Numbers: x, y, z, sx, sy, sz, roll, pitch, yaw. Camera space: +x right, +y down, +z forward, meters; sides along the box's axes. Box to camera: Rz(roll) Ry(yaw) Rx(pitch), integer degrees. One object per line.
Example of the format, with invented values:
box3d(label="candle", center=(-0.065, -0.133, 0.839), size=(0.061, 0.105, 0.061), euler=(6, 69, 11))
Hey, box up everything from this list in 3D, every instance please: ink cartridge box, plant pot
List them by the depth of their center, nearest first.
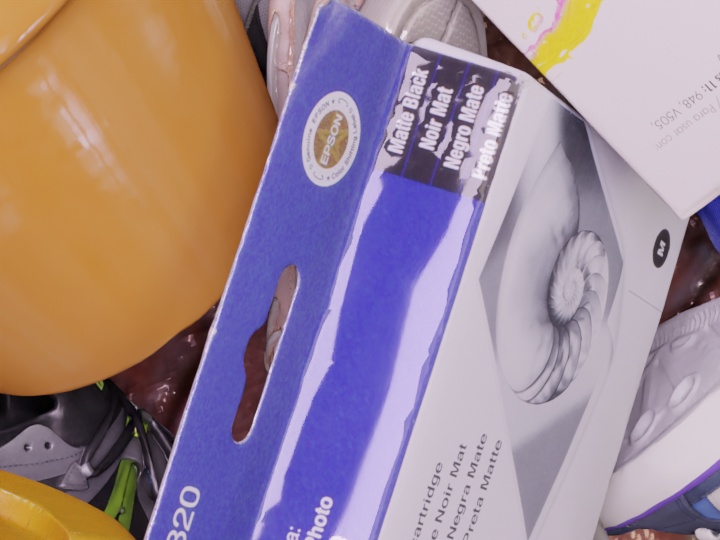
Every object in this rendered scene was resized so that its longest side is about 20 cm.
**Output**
box3d(label="plant pot", center=(-0.117, -0.068, 0.716), size=(0.200, 0.200, 0.183), euler=(-47, 132, -13))
box3d(label="ink cartridge box", center=(0.022, 0.043, 0.749), size=(0.200, 0.040, 0.201), euler=(25, 81, -58))
box3d(label="ink cartridge box", center=(0.087, -0.098, 0.760), size=(0.200, 0.117, 0.067), euler=(45, 122, -12))

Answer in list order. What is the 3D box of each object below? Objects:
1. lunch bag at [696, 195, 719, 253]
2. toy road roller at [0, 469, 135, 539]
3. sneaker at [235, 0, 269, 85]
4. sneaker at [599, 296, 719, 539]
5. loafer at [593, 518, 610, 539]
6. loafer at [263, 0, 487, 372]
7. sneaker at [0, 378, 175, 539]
box3d(label="lunch bag", center=(0.150, -0.094, 0.878), size=(0.200, 0.076, 0.160), euler=(45, 74, -7))
box3d(label="toy road roller", center=(-0.149, 0.088, 0.702), size=(0.145, 0.200, 0.123), euler=(13, 99, -27))
box3d(label="sneaker", center=(-0.003, -0.065, 0.841), size=(0.079, 0.074, 0.201), euler=(-8, 107, -1))
box3d(label="sneaker", center=(0.169, 0.070, 0.868), size=(0.146, 0.200, 0.081), euler=(36, 46, -13))
box3d(label="loafer", center=(0.054, 0.120, 0.878), size=(0.200, 0.075, 0.070), euler=(49, 66, -15))
box3d(label="loafer", center=(0.000, 0.000, 0.800), size=(0.072, 0.063, 0.201), euler=(-19, 119, -46))
box3d(label="sneaker", center=(-0.084, 0.065, 0.810), size=(0.199, 0.071, 0.083), euler=(12, 99, -26))
